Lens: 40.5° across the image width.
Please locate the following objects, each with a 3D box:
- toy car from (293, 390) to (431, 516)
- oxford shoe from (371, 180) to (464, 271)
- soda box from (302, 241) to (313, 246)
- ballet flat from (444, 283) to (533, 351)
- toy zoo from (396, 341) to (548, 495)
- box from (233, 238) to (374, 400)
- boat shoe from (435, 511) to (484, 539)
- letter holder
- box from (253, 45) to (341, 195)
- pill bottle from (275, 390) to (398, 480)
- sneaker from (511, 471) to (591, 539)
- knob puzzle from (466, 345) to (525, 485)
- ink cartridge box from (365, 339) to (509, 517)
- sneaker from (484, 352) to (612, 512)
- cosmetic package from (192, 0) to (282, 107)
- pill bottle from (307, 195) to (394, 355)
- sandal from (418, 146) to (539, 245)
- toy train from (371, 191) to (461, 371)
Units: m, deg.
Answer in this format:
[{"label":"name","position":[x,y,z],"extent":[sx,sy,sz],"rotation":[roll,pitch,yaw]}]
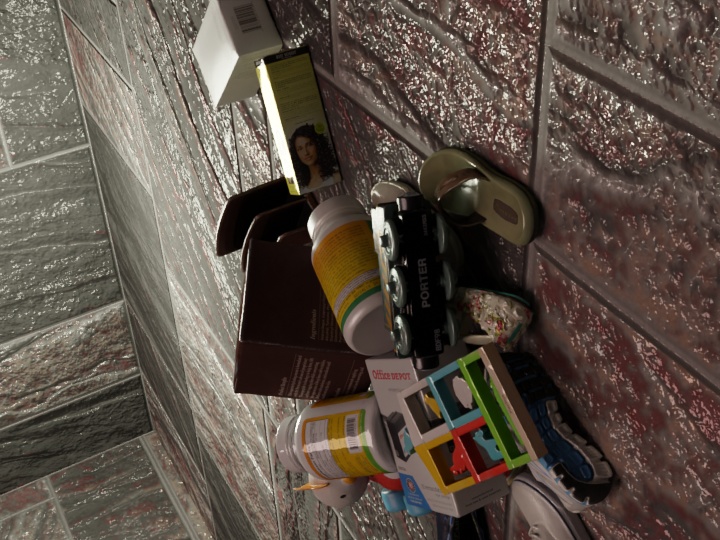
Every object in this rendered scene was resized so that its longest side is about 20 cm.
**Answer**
[{"label":"toy car","position":[-0.005,0.301,1.479],"extent":[0.188,0.197,0.176],"rotation":[69,157,1]},{"label":"oxford shoe","position":[0.058,-0.056,1.232],"extent":[0.200,0.057,0.076],"rotation":[47,152,48]},{"label":"soda box","position":[-0.053,0.054,1.559],"extent":[0.063,0.067,0.204],"rotation":[29,134,58]},{"label":"ballet flat","position":[0.122,0.049,1.138],"extent":[0.199,0.075,0.065],"rotation":[13,78,65]},{"label":"toy zoo","position":[0.112,0.175,1.103],"extent":[0.200,0.020,0.133],"rotation":[-38,75,49]},{"label":"box","position":[-0.074,0.077,1.390],"extent":[0.167,0.196,0.167],"rotation":[111,164,-57]},{"label":"boat shoe","position":[0.141,0.402,1.374],"extent":[0.069,0.083,0.204],"rotation":[-151,42,-73]},{"label":"letter holder","position":[-0.157,-0.052,1.615],"extent":[0.102,0.140,0.201],"rotation":[61,156,18]},{"label":"box","position":[-0.091,-0.217,1.420],"extent":[0.050,0.074,0.204],"rotation":[11,120,66]},{"label":"pill bottle","position":[-0.022,0.233,1.368],"extent":[0.198,0.110,0.113],"rotation":[-16,95,39]},{"label":"sneaker","position":[0.227,0.326,1.133],"extent":[0.201,0.070,0.074],"rotation":[54,153,33]},{"label":"knob puzzle","position":[0.148,0.198,1.265],"extent":[0.220,0.030,0.223],"rotation":[48,149,42]},{"label":"ink cartridge box","position":[0.094,0.193,1.235],"extent":[0.145,0.082,0.204],"rotation":[-13,95,66]},{"label":"sneaker","position":[0.197,0.186,1.094],"extent":[0.202,0.074,0.087],"rotation":[59,161,26]},{"label":"cosmetic package","position":[-0.199,-0.354,1.548],"extent":[0.115,0.080,0.200],"rotation":[68,159,4]},{"label":"pill bottle","position":[0.000,0.000,1.279],"extent":[0.114,0.111,0.202],"rotation":[96,155,-47]},{"label":"sandal","position":[0.118,-0.081,1.070],"extent":[0.200,0.056,0.081],"rotation":[34,138,55]},{"label":"toy train","position":[0.059,0.010,1.116],"extent":[0.114,0.083,0.204],"rotation":[-152,54,-74]}]
